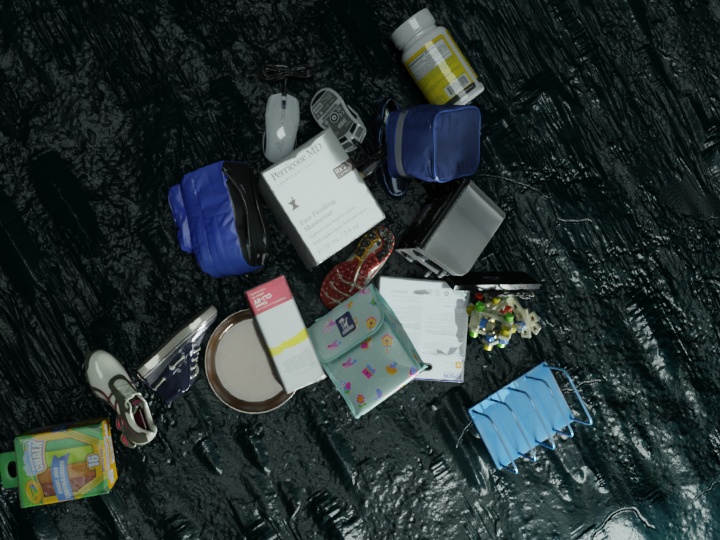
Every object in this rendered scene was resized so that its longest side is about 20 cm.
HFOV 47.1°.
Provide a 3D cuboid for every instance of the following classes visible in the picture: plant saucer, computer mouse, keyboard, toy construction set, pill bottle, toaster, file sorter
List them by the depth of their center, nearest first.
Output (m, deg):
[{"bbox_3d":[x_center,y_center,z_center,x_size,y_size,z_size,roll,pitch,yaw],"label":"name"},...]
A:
[{"bbox_3d":[-0.207,0.177,1.622,0.195,0.032,0.206,1,86,-11],"label":"plant saucer"},{"bbox_3d":[0.175,-0.086,1.634,0.118,0.181,0.202,37,81,-12],"label":"toaster"},{"bbox_3d":[-0.022,-0.280,1.647,0.109,0.044,0.201,-41,77,20],"label":"computer mouse"},{"bbox_3d":[-0.153,-0.316,1.650,0.107,0.044,0.205,4,86,-11],"label":"computer mouse"},{"bbox_3d":[0.287,0.093,1.661,0.130,0.198,0.094,29,111,32],"label":"toy construction set"},{"bbox_3d":[0.273,0.031,1.666,0.195,0.127,0.021,-1,111,-18],"label":"keyboard"},{"bbox_3d":[0.345,0.298,1.674,0.197,0.123,0.141,-29,92,-10],"label":"file sorter"},{"bbox_3d":[0.154,-0.419,1.677,0.113,0.114,0.202,-35,94,-10],"label":"pill bottle"}]

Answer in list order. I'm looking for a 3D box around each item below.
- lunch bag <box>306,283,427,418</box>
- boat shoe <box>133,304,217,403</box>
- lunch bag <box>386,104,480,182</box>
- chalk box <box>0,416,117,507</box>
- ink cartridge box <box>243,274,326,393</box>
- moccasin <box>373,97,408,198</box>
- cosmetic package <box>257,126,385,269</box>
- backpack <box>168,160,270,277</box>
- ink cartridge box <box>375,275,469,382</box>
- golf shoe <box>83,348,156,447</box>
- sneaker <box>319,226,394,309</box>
[{"bbox_3d":[0.009,0.150,1.587,0.169,0.122,0.202,-35,84,10],"label":"lunch bag"},{"bbox_3d":[-0.332,0.163,1.586,0.199,0.075,0.093,-42,101,-2],"label":"boat shoe"},{"bbox_3d":[0.138,-0.250,1.588,0.198,0.130,0.139,-17,112,-51],"label":"lunch bag"},{"bbox_3d":[-0.556,0.349,1.502,0.195,0.124,0.128,-9,88,-11],"label":"chalk box"},{"bbox_3d":[-0.145,0.118,1.547,0.082,0.145,0.204,-23,91,-10],"label":"ink cartridge box"},{"bbox_3d":[0.058,-0.248,1.673,0.079,0.068,0.205,-12,90,-10],"label":"moccasin"},{"bbox_3d":[-0.081,-0.135,1.593,0.163,0.165,0.202,-34,93,-10],"label":"cosmetic package"},{"bbox_3d":[-0.261,-0.087,1.564,0.165,0.162,0.204,-17,91,20],"label":"backpack"},{"bbox_3d":[0.121,0.119,1.682,0.191,0.043,0.205,5,90,-10],"label":"ink cartridge box"},{"bbox_3d":[-0.439,0.230,1.540,0.077,0.087,0.203,-34,97,-43],"label":"golf shoe"},{"bbox_3d":[0.000,0.000,1.649,0.200,0.082,0.078,-45,84,8],"label":"sneaker"}]
